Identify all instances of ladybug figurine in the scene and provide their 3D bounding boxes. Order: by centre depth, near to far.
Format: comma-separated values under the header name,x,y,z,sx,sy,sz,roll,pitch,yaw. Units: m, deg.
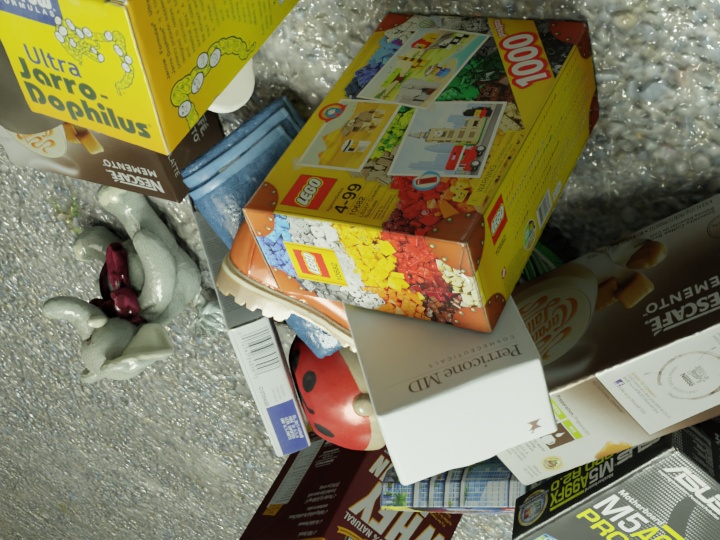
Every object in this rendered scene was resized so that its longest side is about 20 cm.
name,x,y,z,sx,sy,sz,roll,pitch,yaw
ladybug figurine,-0.023,0.102,0.966,0.200,0.071,0.137,-154,48,-79

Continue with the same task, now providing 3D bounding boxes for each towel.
name,x,y,z,sx,sy,sz,roll,pitch,yaw
towel,-0.048,-0.030,0.851,0.200,0.111,0.049,53,-179,-17

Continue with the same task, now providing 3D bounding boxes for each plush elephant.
name,x,y,z,sx,sy,sz,roll,pitch,yaw
plush elephant,-0.245,0.039,1.061,0.200,0.155,0.164,46,145,-10

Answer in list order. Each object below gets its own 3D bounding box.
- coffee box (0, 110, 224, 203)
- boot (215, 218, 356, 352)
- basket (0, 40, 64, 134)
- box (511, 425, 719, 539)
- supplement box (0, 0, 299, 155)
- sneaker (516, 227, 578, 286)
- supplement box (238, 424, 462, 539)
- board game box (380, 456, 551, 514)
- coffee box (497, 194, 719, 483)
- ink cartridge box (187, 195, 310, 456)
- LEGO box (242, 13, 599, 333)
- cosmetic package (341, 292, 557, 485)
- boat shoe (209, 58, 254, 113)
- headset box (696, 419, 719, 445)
name,x,y,z,sx,sy,sz,roll,pitch,yaw
coffee box,-0.229,-0.141,0.897,0.199,0.080,0.115,15,143,26
boot,0.000,0.000,0.796,0.199,0.075,0.108,22,108,-11
basket,-0.281,-0.199,0.751,0.181,0.135,0.200,62,-175,35
box,0.238,0.207,0.780,0.200,0.044,0.160,39,126,-16
supplement box,-0.117,-0.186,0.639,0.108,0.201,0.110,19,144,21
sneaker,0.074,-0.026,0.790,0.199,0.085,0.078,35,146,-2
supplement box,-0.007,0.267,1.126,0.133,0.201,0.197,42,146,-15
board game box,0.155,0.193,0.961,0.199,0.062,0.199,-10,162,35
coffee box,0.176,0.047,0.691,0.199,0.115,0.080,-26,125,25
ink cartridge box,-0.106,0.042,0.995,0.043,0.201,0.197,-18,137,-4
LEGO box,0.045,-0.070,0.653,0.148,0.201,0.077,10,141,29
cosmetic package,0.042,0.026,0.669,0.101,0.201,0.072,-20,132,0
boat shoe,-0.163,-0.197,0.788,0.200,0.072,0.068,42,161,-17
headset box,0.329,0.223,0.848,0.199,0.075,0.149,23,128,-4
